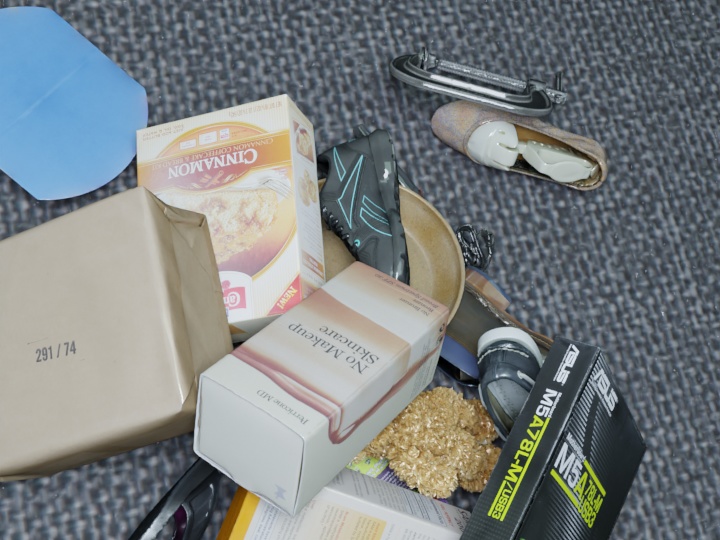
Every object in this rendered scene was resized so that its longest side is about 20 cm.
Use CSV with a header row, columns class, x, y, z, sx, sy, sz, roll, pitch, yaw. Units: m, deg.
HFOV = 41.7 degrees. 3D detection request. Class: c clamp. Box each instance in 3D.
class,x,y,z,sx,sy,sz,roll,pitch,yaw
c clamp,0.127,-0.199,1.003,0.200,0.027,0.171,13,28,-3

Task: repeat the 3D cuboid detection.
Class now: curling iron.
class,x,y,z,sx,sy,sz,roll,pitch,yaw
curling iron,0.064,-0.076,0.973,0.200,0.026,0.050,46,104,7

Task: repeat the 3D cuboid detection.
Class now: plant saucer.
class,x,y,z,sx,sy,sz,roll,pitch,yaw
plant saucer,0.000,0.000,0.915,0.200,0.035,0.200,4,62,-8

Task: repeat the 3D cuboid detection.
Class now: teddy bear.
class,x,y,z,sx,sy,sz,roll,pitch,yaw
teddy bear,0.057,0.139,0.859,0.200,0.067,0.145,30,47,-13

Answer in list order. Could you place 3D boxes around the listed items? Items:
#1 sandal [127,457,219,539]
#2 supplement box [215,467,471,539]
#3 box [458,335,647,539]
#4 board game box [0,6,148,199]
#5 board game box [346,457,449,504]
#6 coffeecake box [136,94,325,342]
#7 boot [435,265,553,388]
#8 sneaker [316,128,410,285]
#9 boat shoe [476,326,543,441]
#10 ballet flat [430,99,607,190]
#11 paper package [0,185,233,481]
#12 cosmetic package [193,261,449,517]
class,x,y,z,sx,sy,sz,roll,pitch,yaw
sandal,-0.142,0.200,0.805,0.048,0.075,0.200,42,67,-1
supplement box,-0.014,0.234,0.777,0.200,0.074,0.126,22,95,-9
box,0.170,0.186,0.796,0.047,0.200,0.193,17,66,37
board game box,-0.304,-0.155,0.901,0.200,0.039,0.158,40,62,-5
board game box,-0.029,0.235,0.848,0.200,0.032,0.120,-41,83,-22
coffeecake box,-0.117,-0.039,0.856,0.153,0.073,0.200,-10,73,15
boot,0.140,0.098,0.920,0.097,0.075,0.200,-41,75,-15
sneaker,0.003,-0.042,0.888,0.079,0.075,0.200,-8,56,1
boat shoe,0.157,0.141,0.862,0.200,0.076,0.060,52,31,-29
ballet flat,0.172,-0.129,0.993,0.200,0.068,0.067,11,36,-10
paper package,-0.217,0.054,0.771,0.200,0.103,0.191,-19,75,17
cosmetic package,-0.026,0.084,0.747,0.103,0.087,0.200,27,39,22
